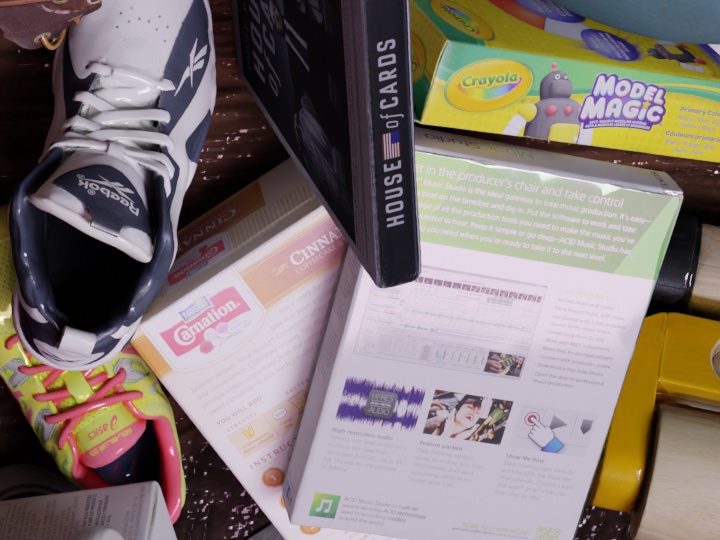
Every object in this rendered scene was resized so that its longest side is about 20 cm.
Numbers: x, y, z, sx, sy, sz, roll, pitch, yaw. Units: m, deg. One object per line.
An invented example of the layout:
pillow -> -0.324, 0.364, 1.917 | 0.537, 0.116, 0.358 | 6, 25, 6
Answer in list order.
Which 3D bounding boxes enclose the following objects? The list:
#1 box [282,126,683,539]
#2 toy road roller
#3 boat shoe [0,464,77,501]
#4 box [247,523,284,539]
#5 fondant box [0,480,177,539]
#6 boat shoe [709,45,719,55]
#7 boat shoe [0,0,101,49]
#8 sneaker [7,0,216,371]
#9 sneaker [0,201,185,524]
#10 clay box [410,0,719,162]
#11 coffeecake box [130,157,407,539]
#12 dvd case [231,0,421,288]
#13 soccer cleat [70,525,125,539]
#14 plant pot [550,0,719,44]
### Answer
box -> 0.055, 0.036, 1.239 | 0.144, 0.036, 0.200 | 10, 113, -15
toy road roller -> 0.187, 0.075, 1.380 | 0.123, 0.200, 0.146 | 11, 147, 1
boat shoe -> -0.149, 0.188, 1.364 | 0.070, 0.066, 0.200 | -23, 127, -11
box -> 0.035, 0.115, 1.424 | 0.200, 0.041, 0.039 | -33, 129, -4
fondant box -> -0.180, 0.185, 1.287 | 0.200, 0.058, 0.144 | -8, 126, 10
boat shoe -> 0.221, -0.068, 1.372 | 0.200, 0.074, 0.067 | 29, 103, -37
boat shoe -> -0.146, -0.134, 1.147 | 0.200, 0.072, 0.072 | -5, 132, -10
sneaker -> -0.107, -0.050, 1.157 | 0.079, 0.130, 0.199 | 20, 91, -10
sneaker -> -0.134, 0.050, 1.267 | 0.078, 0.090, 0.200 | -33, 128, -1
clay box -> 0.074, -0.106, 1.250 | 0.200, 0.115, 0.048 | 6, 117, -30
coffeecake box -> -0.001, 0.046, 1.291 | 0.153, 0.073, 0.200 | -33, 116, 6
dvd case -> -0.020, -0.107, 1.148 | 0.025, 0.200, 0.150 | -15, 126, -15
soccer cleat -> -0.133, 0.200, 1.222 | 0.077, 0.069, 0.200 | 7, 127, 11
plant pot -> 0.165, -0.181, 1.194 | 0.200, 0.135, 0.200 | -29, 145, -22
